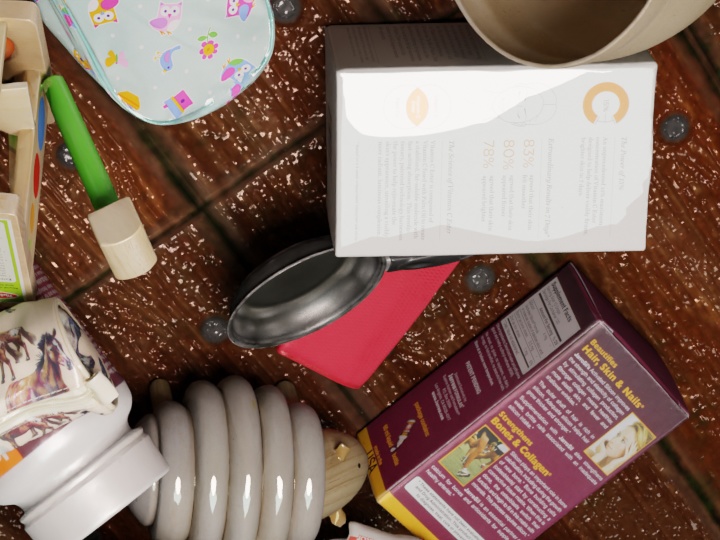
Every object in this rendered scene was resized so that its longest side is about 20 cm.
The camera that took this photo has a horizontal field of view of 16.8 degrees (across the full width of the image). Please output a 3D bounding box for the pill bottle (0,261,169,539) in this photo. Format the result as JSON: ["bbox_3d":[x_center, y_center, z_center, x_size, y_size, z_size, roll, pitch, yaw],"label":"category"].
[{"bbox_3d":[-0.216,0.073,1.529,0.114,0.114,0.201,-37,90,10],"label":"pill bottle"}]

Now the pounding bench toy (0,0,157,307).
[{"bbox_3d":[-0.214,-0.075,1.436,0.198,0.157,0.124,3,154,0],"label":"pounding bench toy"}]

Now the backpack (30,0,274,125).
[{"bbox_3d":[-0.135,-0.186,1.438,0.166,0.127,0.201,-25,125,-1],"label":"backpack"}]

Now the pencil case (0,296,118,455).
[{"bbox_3d":[-0.240,0.084,1.429,0.199,0.090,0.078,-23,135,1],"label":"pencil case"}]

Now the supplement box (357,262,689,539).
[{"bbox_3d":[0.110,0.107,1.684,0.200,0.086,0.110,-39,120,11],"label":"supplement box"}]

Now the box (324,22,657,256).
[{"bbox_3d":[0.079,-0.085,1.542,0.198,0.098,0.125,-1,113,-5],"label":"box"}]

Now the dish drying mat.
[{"bbox_3d":[0.026,-0.010,1.639,0.076,0.018,0.201,28,109,-24],"label":"dish drying mat"}]

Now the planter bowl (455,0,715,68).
[{"bbox_3d":[0.158,-0.222,1.462,0.134,0.200,0.201,-4,125,-43],"label":"planter bowl"}]

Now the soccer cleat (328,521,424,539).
[{"bbox_3d":[-0.017,0.226,1.703,0.085,0.069,0.200,26,146,-16],"label":"soccer cleat"}]

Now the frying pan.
[{"bbox_3d":[-0.004,-0.005,1.584,0.189,0.031,0.115,-28,157,-1],"label":"frying pan"}]

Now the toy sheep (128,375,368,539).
[{"bbox_3d":[-0.091,0.132,1.626,0.198,0.138,0.139,-2,120,-11],"label":"toy sheep"}]
